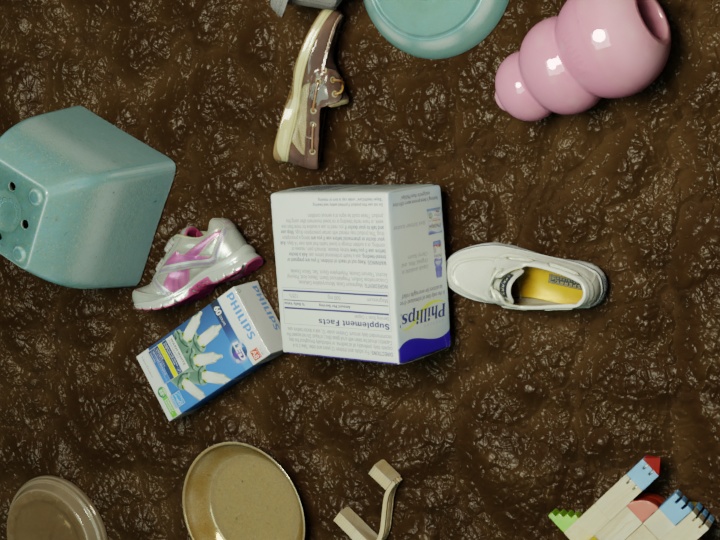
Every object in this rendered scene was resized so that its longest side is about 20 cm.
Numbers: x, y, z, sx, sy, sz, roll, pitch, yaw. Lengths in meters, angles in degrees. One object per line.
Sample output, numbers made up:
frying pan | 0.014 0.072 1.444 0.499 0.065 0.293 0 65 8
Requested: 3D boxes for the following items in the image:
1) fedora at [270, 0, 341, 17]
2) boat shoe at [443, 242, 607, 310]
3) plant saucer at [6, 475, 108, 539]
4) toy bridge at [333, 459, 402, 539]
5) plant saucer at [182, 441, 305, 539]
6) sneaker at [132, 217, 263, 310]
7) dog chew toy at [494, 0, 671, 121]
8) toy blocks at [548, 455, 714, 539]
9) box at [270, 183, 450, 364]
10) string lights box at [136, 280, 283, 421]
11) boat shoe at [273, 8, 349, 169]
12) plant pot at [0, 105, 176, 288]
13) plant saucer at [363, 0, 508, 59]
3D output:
fedora | -0.041 -0.383 1.432 0.090 0.177 0.200 14 68 -7
boat shoe | 0.176 0.012 1.407 0.200 0.070 0.071 11 103 30
plant saucer | -0.465 0.410 1.873 0.200 0.029 0.201 6 102 28
toy bridge | -0.003 0.336 1.594 0.067 0.027 0.200 41 116 16
plant saucer | -0.151 0.325 1.672 0.200 0.035 0.201 5 101 29
sneaker | -0.224 -0.009 1.635 0.200 0.081 0.088 -25 85 23
dog chew toy | 0.226 -0.223 1.313 0.200 0.124 0.125 -26 86 38
toy blocks | 0.330 0.299 1.368 0.137 0.100 0.200 -47 75 16
box | 0.000 0.000 1.473 0.184 0.105 0.201 3 100 40
string lights box | -0.196 0.108 1.645 0.200 0.059 0.103 -35 80 30
boat shoe | -0.046 -0.219 1.503 0.072 0.072 0.200 19 104 4
plant pot | -0.404 -0.091 1.649 0.196 0.200 0.197 31 112 22
plant saucer | 0.080 -0.345 1.425 0.200 0.027 0.201 5 101 29
